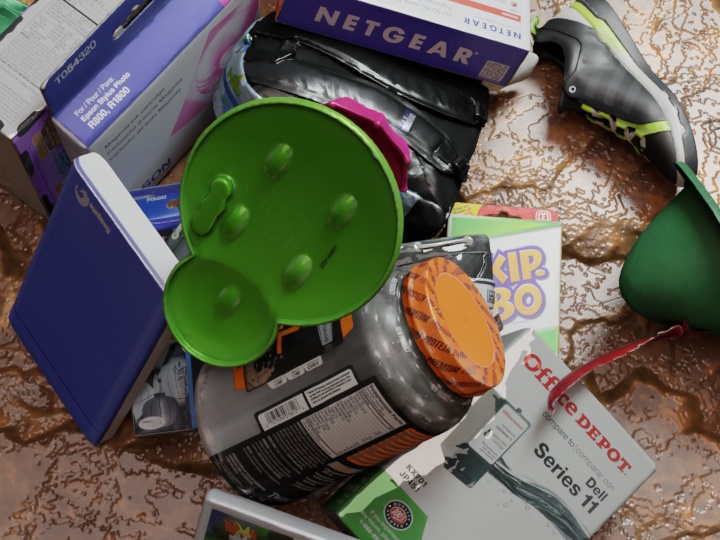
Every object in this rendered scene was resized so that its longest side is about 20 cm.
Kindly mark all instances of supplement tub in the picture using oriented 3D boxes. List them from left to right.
[{"bbox_3d":[-0.007,0.076,0.982,0.200,0.122,0.123,-28,68,25],"label":"supplement tub"}]

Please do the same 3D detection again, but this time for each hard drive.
[{"bbox_3d":[-0.198,0.026,1.049,0.025,0.200,0.132,-23,68,-41],"label":"hard drive"}]

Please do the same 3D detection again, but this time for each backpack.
[{"bbox_3d":[-0.019,-0.120,1.129,0.200,0.154,0.163,32,53,-19],"label":"backpack"}]

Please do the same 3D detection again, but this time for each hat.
[{"bbox_3d":[0.216,0.027,1.087,0.176,0.200,0.166,-33,57,11],"label":"hat"}]

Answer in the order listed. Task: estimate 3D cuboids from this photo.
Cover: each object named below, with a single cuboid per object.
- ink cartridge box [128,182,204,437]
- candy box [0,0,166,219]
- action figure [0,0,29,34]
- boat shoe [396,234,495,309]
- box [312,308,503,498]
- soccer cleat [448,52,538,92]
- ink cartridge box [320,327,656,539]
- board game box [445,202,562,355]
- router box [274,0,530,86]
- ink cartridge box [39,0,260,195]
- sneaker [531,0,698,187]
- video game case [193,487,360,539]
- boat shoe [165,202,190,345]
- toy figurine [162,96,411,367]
[{"bbox_3d":[-0.134,0.025,1.097,0.099,0.039,0.201,-9,81,12],"label":"ink cartridge box"},{"bbox_3d":[-0.218,-0.157,1.127,0.071,0.168,0.200,36,73,11],"label":"candy box"},{"bbox_3d":[-0.351,-0.217,1.209,0.199,0.055,0.118,20,69,-1],"label":"action figure"},{"bbox_3d":[0.000,0.000,1.053,0.199,0.074,0.068,-3,81,5],"label":"boat shoe"},{"bbox_3d":[0.025,0.091,1.089,0.200,0.039,0.041,-43,65,-6],"label":"box"},{"bbox_3d":[0.084,-0.235,1.223,0.086,0.070,0.200,-10,63,-31],"label":"soccer cleat"},{"bbox_3d":[0.095,0.159,1.036,0.200,0.083,0.147,-43,91,-12],"label":"ink cartridge box"},{"bbox_3d":[0.113,0.037,1.136,0.095,0.030,0.201,4,67,0],"label":"board game box"},{"bbox_3d":[0.038,-0.255,1.141,0.199,0.049,0.180,14,55,-14],"label":"router box"},{"bbox_3d":[-0.154,-0.153,1.110,0.043,0.200,0.196,37,74,12],"label":"ink cartridge box"},{"bbox_3d":[0.208,-0.140,1.187,0.083,0.072,0.200,-27,64,-3],"label":"sneaker"},{"bbox_3d":[-0.036,0.265,0.993,0.199,0.022,0.183,19,110,7],"label":"video game case"},{"bbox_3d":[-0.116,-0.044,1.045,0.062,0.073,0.200,31,97,12],"label":"boat shoe"},{"bbox_3d":[-0.035,-0.043,0.980,0.150,0.184,0.200,37,114,2],"label":"toy figurine"}]
